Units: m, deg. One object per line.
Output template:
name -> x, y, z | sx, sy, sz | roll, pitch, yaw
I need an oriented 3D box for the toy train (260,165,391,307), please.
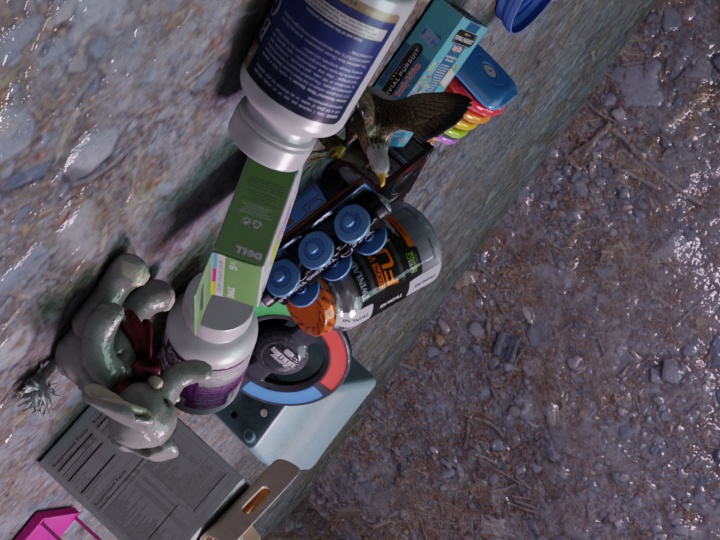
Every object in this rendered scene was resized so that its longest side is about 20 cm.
toy train -> -0.058, -0.043, 1.390 | 0.199, 0.115, 0.087 | -38, 156, 9

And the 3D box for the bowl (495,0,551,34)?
bowl -> 0.272, -0.447, 1.722 | 0.201, 0.039, 0.201 | -49, 169, -13

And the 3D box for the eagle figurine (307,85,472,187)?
eagle figurine -> 0.022, -0.170, 1.291 | 0.151, 0.151, 0.200 | -32, 170, -28

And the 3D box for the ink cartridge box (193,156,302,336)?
ink cartridge box -> -0.118, -0.030, 1.227 | 0.104, 0.059, 0.202 | 109, -1, -63

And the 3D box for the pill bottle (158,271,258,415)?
pill bottle -> -0.185, 0.085, 1.401 | 0.112, 0.112, 0.201 | -43, 167, -34

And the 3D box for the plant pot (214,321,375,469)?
plant pot -> -0.132, 0.189, 1.794 | 0.197, 0.196, 0.200 | -53, 163, 14

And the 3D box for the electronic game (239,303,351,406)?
electronic game -> -0.110, 0.113, 1.614 | 0.201, 0.198, 0.042 | -58, -167, 35

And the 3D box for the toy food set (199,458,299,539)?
toy food set -> -0.147, 0.333, 1.438 | 0.143, 0.060, 0.201 | -43, 168, -41

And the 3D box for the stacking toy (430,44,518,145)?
stacking toy -> 0.133, -0.235, 1.742 | 0.200, 0.110, 0.116 | -45, 177, 35

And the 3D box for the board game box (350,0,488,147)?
board game box -> 0.077, -0.256, 1.520 | 0.201, 0.047, 0.151 | -54, 169, 15

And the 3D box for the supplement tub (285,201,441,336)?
supplement tub -> 0.000, 0.000, 1.513 | 0.199, 0.123, 0.123 | -30, 160, -31

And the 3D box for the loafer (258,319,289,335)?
loafer -> -0.092, 0.038, 1.617 | 0.200, 0.071, 0.063 | -40, -150, 36

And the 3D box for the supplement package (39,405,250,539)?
supplement package -> -0.258, 0.255, 1.423 | 0.151, 0.199, 0.152 | -48, 170, -13

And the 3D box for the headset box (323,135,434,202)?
headset box -> 0.001, -0.107, 1.632 | 0.200, 0.077, 0.149 | -42, 167, -46

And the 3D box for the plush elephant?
plush elephant -> -0.227, 0.106, 1.163 | 0.200, 0.154, 0.165 | -48, 170, -14

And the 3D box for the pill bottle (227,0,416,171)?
pill bottle -> -0.043, -0.193, 1.047 | 0.201, 0.111, 0.111 | -57, 168, 29

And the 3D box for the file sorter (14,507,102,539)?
file sorter -> -0.427, 0.438, 1.540 | 0.201, 0.125, 0.139 | -50, 170, -3
